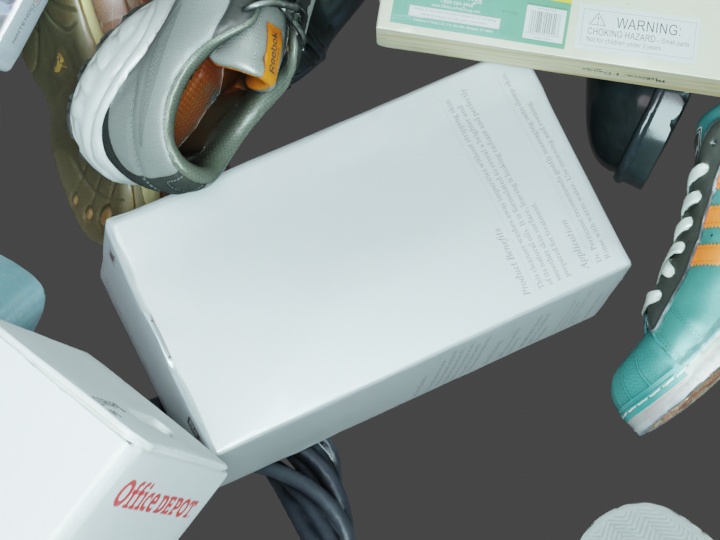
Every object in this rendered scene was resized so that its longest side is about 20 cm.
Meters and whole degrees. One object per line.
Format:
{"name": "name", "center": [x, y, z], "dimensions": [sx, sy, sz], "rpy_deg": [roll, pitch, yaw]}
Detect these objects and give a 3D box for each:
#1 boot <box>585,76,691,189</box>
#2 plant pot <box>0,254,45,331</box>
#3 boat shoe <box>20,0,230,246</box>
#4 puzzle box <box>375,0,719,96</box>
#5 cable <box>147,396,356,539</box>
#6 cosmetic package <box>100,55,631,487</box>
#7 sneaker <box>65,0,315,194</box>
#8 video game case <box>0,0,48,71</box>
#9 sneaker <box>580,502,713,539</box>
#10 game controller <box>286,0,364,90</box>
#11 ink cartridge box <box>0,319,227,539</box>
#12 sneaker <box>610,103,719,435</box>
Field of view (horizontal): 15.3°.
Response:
{"name": "boot", "center": [0.089, -0.152, 1.180], "dimensions": [0.161, 0.073, 0.199], "rpy_deg": [22, 78, 1]}
{"name": "plant pot", "center": [-0.272, 0.067, 1.057], "dimensions": [0.195, 0.200, 0.197], "rpy_deg": [30, 110, 0]}
{"name": "boat shoe", "center": [-0.110, -0.108, 1.191], "dimensions": [0.067, 0.072, 0.201], "rpy_deg": [-8, 74, -32]}
{"name": "puzzle box", "center": [0.112, -0.146, 1.132], "dimensions": [0.198, 0.025, 0.134], "rpy_deg": [9, 78, 3]}
{"name": "cable", "center": [-0.081, 0.139, 1.139], "dimensions": [0.200, 0.051, 0.163], "rpy_deg": [-41, 53, -13]}
{"name": "cosmetic package", "center": [0.000, 0.000, 1.140], "dimensions": [0.199, 0.081, 0.113], "rpy_deg": [-22, 77, -11]}
{"name": "sneaker", "center": [-0.041, -0.118, 1.099], "dimensions": [0.074, 0.079, 0.201], "rpy_deg": [28, 89, -39]}
{"name": "video game case", "center": [-0.189, -0.204, 1.182], "dimensions": [0.199, 0.023, 0.183], "rpy_deg": [26, 86, 27]}
{"name": "sneaker", "center": [0.158, 0.198, 1.142], "dimensions": [0.073, 0.116, 0.200], "rpy_deg": [-28, 47, -6]}
{"name": "game controller", "center": [-0.062, -0.168, 1.147], "dimensions": [0.200, 0.042, 0.105], "rpy_deg": [48, 66, -38]}
{"name": "ink cartridge box", "center": [-0.154, 0.123, 1.015], "dimensions": [0.084, 0.145, 0.200], "rpy_deg": [38, 90, 13]}
{"name": "sneaker", "center": [0.164, -0.021, 1.170], "dimensions": [0.080, 0.071, 0.200], "rpy_deg": [39, 82, 9]}
